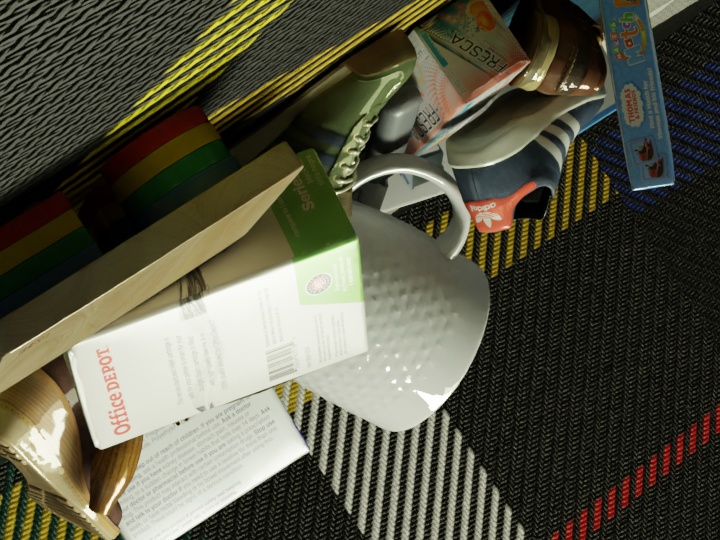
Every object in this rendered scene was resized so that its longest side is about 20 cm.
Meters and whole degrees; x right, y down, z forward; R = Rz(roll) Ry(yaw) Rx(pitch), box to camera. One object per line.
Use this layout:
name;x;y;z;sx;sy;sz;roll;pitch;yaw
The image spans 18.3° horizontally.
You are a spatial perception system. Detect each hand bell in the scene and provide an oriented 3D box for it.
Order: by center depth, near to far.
hand bell;-0.159;0.080;1.606;0.104;0.104;0.200;-21;132;-82

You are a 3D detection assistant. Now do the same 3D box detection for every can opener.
can opener;-0.004;-0.085;1.686;0.067;0.053;0.200;-32;163;-20

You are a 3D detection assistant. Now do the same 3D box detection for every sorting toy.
sorting toy;-0.150;-0.016;1.295;0.199;0.070;0.200;-33;178;-17

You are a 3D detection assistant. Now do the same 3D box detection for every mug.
mug;0.000;0.000;1.680;0.200;0.175;0.148;-52;-153;17

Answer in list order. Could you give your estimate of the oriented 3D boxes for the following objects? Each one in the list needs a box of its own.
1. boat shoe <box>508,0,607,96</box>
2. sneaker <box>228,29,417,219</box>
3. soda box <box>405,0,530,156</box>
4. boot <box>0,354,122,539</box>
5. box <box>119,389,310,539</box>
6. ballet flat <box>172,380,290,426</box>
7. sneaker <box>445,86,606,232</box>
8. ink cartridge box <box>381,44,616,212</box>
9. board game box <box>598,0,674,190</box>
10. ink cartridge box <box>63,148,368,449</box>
boat shoe;0.148;-0.171;1.705;0.200;0.067;0.072;-90;-159;-71
sneaker;-0.024;-0.077;1.549;0.200;0.090;0.067;-35;177;24
soda box;0.057;-0.140;1.664;0.064;0.068;0.200;-34;178;-18
boot;-0.192;0.097;1.665;0.167;0.072;0.200;-58;149;-20
box;-0.179;0.118;1.979;0.184;0.200;0.105;-32;-157;-8
ballet flat;-0.093;0.076;1.634;0.200;0.067;0.046;-20;-139;45
sneaker;0.130;-0.086;1.691;0.075;0.085;0.200;-2;-161;36
ink cartridge box;0.097;-0.127;1.866;0.146;0.086;0.200;-32;-171;-39
board game box;0.202;-0.161;1.659;0.036;0.201;0.151;-10;-179;8
ink cartridge box;-0.103;0.021;1.481;0.200;0.084;0.146;-20;148;-10
